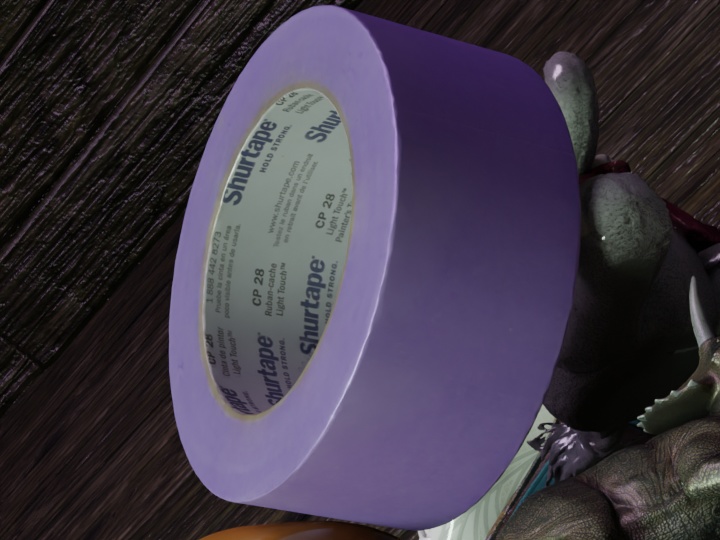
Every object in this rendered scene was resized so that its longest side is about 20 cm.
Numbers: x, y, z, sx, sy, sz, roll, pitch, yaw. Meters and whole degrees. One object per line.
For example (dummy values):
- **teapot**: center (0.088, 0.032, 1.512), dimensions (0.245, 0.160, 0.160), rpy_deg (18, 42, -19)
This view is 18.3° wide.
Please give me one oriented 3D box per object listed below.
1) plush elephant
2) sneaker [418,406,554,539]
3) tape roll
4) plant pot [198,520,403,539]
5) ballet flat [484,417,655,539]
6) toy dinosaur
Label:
- **plush elephant**: center (0.097, -0.017, 0.985), dimensions (0.164, 0.155, 0.201), rpy_deg (-9, -36, -32)
- **sneaker**: center (0.062, 0.112, 1.156), dimensions (0.201, 0.081, 0.075), rpy_deg (-54, 13, 3)
- **tape roll**: center (0.000, 0.000, 0.907), dimensions (0.200, 0.084, 0.202), rpy_deg (-37, 47, 53)
- **plant pot**: center (0.019, 0.192, 0.857), dimensions (0.183, 0.200, 0.201), rpy_deg (-14, 38, 49)
- **ballet flat**: center (0.122, 0.083, 1.062), dimensions (0.201, 0.071, 0.071), rpy_deg (-55, 11, -18)
- **toy dinosaur**: center (0.096, 0.091, 0.779), dimensions (0.200, 0.077, 0.102), rpy_deg (-39, 18, -10)
